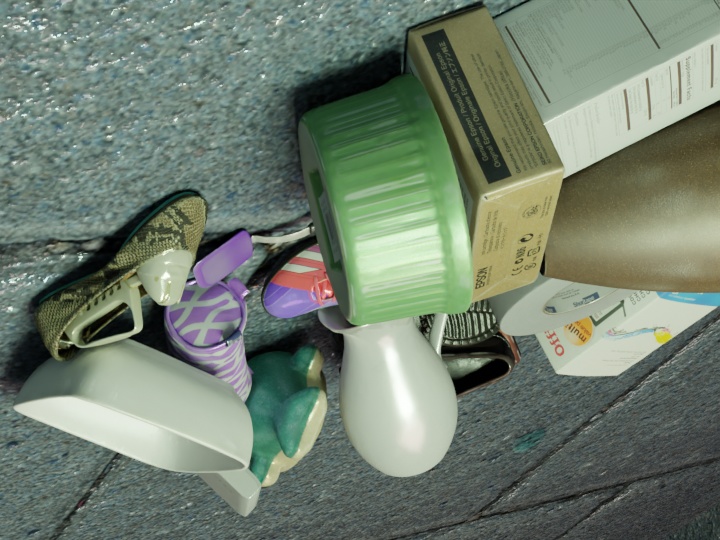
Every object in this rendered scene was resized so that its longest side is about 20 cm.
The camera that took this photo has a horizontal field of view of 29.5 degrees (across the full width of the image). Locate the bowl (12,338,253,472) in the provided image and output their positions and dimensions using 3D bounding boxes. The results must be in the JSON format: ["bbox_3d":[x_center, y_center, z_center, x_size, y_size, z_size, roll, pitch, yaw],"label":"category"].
[{"bbox_3d":[-0.208,0.125,1.289,0.199,0.075,0.200,27,157,-27],"label":"bowl"}]

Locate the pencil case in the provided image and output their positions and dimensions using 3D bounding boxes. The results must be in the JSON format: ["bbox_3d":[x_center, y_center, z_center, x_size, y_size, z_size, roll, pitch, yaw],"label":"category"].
[{"bbox_3d":[-0.148,0.078,1.358,0.085,0.084,0.200,-44,164,-23],"label":"pencil case"}]

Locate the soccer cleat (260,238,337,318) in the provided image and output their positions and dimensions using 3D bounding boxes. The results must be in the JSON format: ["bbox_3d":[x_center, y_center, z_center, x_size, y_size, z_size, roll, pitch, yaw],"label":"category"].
[{"bbox_3d":[0.000,0.000,1.325,0.199,0.073,0.068,-23,130,-9],"label":"soccer cleat"}]

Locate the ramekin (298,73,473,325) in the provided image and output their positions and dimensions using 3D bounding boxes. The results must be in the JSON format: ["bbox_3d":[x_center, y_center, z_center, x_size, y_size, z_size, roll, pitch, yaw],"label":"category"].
[{"bbox_3d":[0.016,-0.052,1.117,0.097,0.201,0.200,-14,155,-7],"label":"ramekin"}]

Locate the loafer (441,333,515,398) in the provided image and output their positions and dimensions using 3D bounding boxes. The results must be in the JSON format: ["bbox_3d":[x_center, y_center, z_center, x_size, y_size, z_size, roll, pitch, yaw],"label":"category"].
[{"bbox_3d":[0.073,0.117,1.498,0.199,0.072,0.063,-17,-167,0],"label":"loafer"}]

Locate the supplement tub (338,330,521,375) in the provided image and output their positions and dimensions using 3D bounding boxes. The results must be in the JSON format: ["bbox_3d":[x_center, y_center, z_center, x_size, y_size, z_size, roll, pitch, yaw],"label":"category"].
[{"bbox_3d":[0.077,0.100,1.582,0.199,0.107,0.107,-26,156,1],"label":"supplement tub"}]

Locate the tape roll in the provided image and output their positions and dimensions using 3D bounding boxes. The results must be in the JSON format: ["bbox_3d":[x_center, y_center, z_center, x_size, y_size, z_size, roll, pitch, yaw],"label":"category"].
[{"bbox_3d":[0.221,-0.008,1.397,0.199,0.066,0.200,-21,161,-8],"label":"tape roll"}]

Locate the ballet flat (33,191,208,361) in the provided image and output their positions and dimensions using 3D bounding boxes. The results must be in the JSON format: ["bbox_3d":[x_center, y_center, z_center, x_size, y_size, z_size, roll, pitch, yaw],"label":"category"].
[{"bbox_3d":[-0.198,0.016,1.183,0.199,0.076,0.068,-35,153,19],"label":"ballet flat"}]

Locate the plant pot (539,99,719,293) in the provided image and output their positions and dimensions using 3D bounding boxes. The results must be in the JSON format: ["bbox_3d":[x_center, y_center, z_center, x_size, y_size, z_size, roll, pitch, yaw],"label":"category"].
[{"bbox_3d":[0.252,-0.058,1.223,0.198,0.188,0.187,-10,155,0],"label":"plant pot"}]

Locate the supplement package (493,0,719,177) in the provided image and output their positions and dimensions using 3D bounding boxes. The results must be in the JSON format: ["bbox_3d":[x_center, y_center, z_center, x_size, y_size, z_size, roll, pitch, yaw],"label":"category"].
[{"bbox_3d":[0.222,-0.182,1.144,0.199,0.114,0.110,-26,155,2],"label":"supplement package"}]

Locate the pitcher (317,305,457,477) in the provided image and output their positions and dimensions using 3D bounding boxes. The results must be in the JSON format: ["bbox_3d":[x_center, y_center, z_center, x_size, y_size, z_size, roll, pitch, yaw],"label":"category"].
[{"bbox_3d":[0.049,0.096,1.409,0.171,0.121,0.201,-34,125,-31],"label":"pitcher"}]

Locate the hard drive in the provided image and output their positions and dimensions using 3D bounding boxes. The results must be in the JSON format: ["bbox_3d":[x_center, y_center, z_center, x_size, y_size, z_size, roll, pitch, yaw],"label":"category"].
[{"bbox_3d":[-0.163,0.207,1.488,0.027,0.132,0.200,-46,174,-16],"label":"hard drive"}]

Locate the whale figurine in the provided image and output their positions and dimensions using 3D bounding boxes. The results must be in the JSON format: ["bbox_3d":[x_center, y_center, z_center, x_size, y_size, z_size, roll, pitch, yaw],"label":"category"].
[{"bbox_3d":[-0.092,0.148,1.458,0.103,0.160,0.200,24,175,-11],"label":"whale figurine"}]

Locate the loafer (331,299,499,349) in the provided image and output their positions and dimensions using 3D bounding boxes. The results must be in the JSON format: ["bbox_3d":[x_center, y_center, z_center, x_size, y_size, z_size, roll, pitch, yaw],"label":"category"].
[{"bbox_3d":[0.060,0.043,1.493,0.198,0.074,0.071,-3,-170,-13],"label":"loafer"}]

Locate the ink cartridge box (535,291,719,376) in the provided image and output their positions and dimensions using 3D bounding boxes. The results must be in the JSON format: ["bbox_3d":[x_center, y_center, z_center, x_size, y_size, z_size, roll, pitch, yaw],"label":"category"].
[{"bbox_3d":[0.296,0.009,1.558,0.200,0.148,0.144,-41,151,30],"label":"ink cartridge box"}]

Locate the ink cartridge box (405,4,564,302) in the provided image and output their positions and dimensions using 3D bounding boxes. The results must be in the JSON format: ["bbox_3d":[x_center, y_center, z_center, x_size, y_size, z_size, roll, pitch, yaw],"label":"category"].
[{"bbox_3d":[0.096,-0.091,1.143,0.075,0.166,0.200,-19,155,-9],"label":"ink cartridge box"}]

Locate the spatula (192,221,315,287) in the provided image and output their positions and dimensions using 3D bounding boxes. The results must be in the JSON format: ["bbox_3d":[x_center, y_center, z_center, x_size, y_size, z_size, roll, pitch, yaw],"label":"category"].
[{"bbox_3d":[-0.064,-0.035,1.276,0.199,0.021,0.057,-23,154,-8],"label":"spatula"}]
